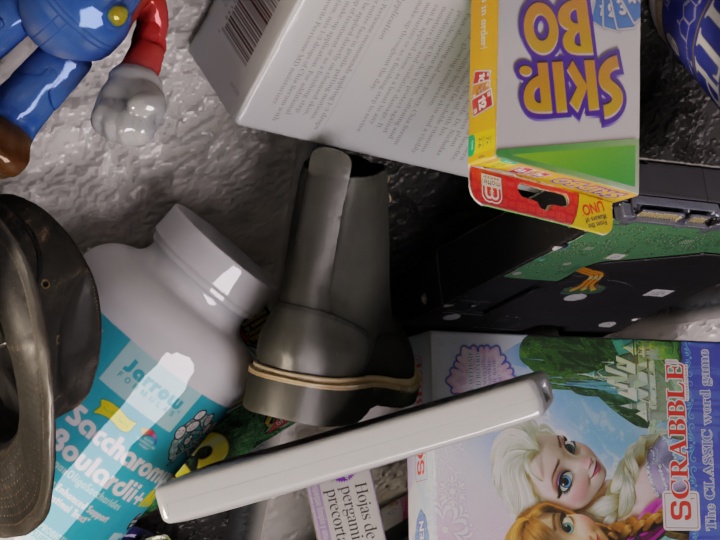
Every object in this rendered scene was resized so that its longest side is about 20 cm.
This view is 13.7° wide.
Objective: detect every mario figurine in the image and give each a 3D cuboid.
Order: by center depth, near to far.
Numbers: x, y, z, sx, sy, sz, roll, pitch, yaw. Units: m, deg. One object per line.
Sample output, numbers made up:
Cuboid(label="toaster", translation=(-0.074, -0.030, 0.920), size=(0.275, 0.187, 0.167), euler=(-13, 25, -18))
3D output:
Cuboid(label="mario figurine", translation=(-0.128, -0.136, 1.399), size=(0.200, 0.106, 0.123), euler=(-44, 133, 14))

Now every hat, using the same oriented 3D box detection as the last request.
Cuboid(label="hat", translation=(-0.175, 0.026, 1.466), size=(0.081, 0.200, 0.201), euler=(-19, 137, -37))

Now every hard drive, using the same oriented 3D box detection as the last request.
Cuboid(label="hard drive", translation=(0.131, -0.010, 1.623), size=(0.139, 0.038, 0.200), euler=(4, 161, -31))

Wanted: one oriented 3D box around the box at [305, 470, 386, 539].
Cuboid(label="box", translation=(0.005, 0.197, 1.702), size=(0.038, 0.201, 0.041), euler=(-12, 170, -4))

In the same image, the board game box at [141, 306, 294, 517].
Cuboid(label="board game box", translation=(-0.125, 0.090, 1.654), size=(0.199, 0.023, 0.105), euler=(-32, 138, 0))

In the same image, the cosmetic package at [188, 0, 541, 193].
Cuboid(label="cosmetic package", translation=(0.026, -0.114, 1.524), size=(0.199, 0.071, 0.102), euler=(12, 120, -35))

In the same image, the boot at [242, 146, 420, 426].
Cuboid(label="boot", translation=(0.000, 0.000, 1.576), size=(0.077, 0.200, 0.139), euler=(11, 98, 7))

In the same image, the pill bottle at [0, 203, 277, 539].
Cuboid(label="pill bottle", translation=(-0.132, 0.064, 1.553), size=(0.200, 0.111, 0.111), euler=(-51, 134, 5))

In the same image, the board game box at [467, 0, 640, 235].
Cuboid(label="board game box", translation=(0.097, -0.123, 1.491), size=(0.095, 0.201, 0.030), euler=(12, 165, -36))

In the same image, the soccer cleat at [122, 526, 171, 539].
Cuboid(label="soccer cleat", translation=(-0.117, 0.182, 1.684), size=(0.084, 0.065, 0.200), euler=(-43, 147, 22))

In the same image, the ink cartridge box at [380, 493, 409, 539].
Cuboid(label="ink cartridge box", translation=(0.048, 0.207, 1.803), size=(0.199, 0.086, 0.148), euler=(-28, 137, -7))

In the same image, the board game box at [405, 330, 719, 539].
Cuboid(label="board game box", translation=(0.124, 0.138, 1.710), size=(0.199, 0.201, 0.041), euler=(2, 170, -22))

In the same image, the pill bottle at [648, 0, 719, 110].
Cuboid(label="pill bottle", translation=(0.243, -0.107, 1.558), size=(0.119, 0.200, 0.120), euler=(-15, 133, -17))

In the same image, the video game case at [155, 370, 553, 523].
Cuboid(label="video game case", translation=(0.002, 0.090, 1.575), size=(0.199, 0.024, 0.182), euler=(-17, 178, 5))
